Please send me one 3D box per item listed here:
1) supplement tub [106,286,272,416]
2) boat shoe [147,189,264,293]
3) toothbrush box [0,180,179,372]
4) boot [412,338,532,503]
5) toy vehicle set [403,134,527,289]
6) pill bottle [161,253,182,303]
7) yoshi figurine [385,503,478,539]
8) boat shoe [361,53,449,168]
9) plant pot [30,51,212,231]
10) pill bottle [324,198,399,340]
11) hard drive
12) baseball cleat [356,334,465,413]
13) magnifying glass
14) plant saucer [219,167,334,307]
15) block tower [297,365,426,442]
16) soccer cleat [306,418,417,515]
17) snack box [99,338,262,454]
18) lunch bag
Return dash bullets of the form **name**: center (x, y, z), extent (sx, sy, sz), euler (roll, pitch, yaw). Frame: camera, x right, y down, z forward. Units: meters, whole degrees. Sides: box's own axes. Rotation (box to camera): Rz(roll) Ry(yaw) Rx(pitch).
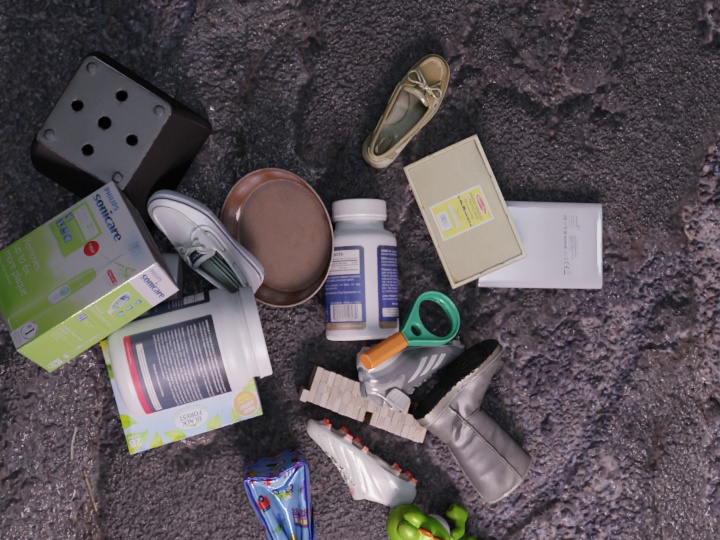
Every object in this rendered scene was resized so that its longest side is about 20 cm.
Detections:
- **supplement tub**: center (-0.228, 0.105, 1.215), extent (0.197, 0.140, 0.142), euler (-14, 89, -7)
- **boat shoe**: center (-0.218, -0.033, 1.263), extent (0.199, 0.067, 0.074), euler (37, 124, -16)
- **toothbrush box**: center (-0.357, 0.008, 1.150), extent (0.199, 0.086, 0.146), euler (-31, 63, -5)
- **boot**: center (0.193, 0.225, 1.334), extent (0.182, 0.073, 0.200), euler (-45, 106, 4)
- **toy vehicle set**: center (0.158, -0.089, 1.371), extent (0.123, 0.027, 0.202), euler (-22, 85, 5)
- **pill bottle**: center (-0.356, 0.018, 1.281), extent (0.197, 0.120, 0.121), euler (1, 87, -7)
- **yoshi figurine**: center (0.111, 0.400, 1.327), extent (0.111, 0.113, 0.200), euler (-28, 125, 28)
- **boat shoe**: center (0.072, -0.245, 1.370), extent (0.073, 0.063, 0.201), euler (39, 84, -4)
- **plant pot**: center (-0.343, -0.188, 1.263), extent (0.199, 0.177, 0.201), euler (32, 85, -5)
- **pill bottle**: center (0.000, 0.000, 1.327), extent (0.109, 0.111, 0.203), euler (-1, 88, -7)
- **hard drive**: center (0.278, -0.040, 1.404), extent (0.197, 0.025, 0.134), euler (1, 87, -7)
- **baseball cleat**: center (0.074, 0.152, 1.326), extent (0.198, 0.069, 0.108), euler (-2, 89, -34)
- **magnifying glass**: center (0.073, 0.089, 1.289), extent (0.199, 0.022, 0.080), euler (-28, 82, -40)
- **plant saucer**: center (-0.117, -0.049, 1.311), extent (0.198, 0.034, 0.203), euler (7, 103, 29)
- **block tower**: center (0.008, 0.198, 1.349), extent (0.198, 0.054, 0.059), euler (19, 85, -6)
- **soccer cleat**: center (-0.006, 0.295, 1.338), extent (0.199, 0.069, 0.078), euler (36, 87, -7)
- **snack box**: center (-0.257, 0.155, 1.312), extent (0.197, 0.068, 0.171), euler (-15, 88, -6)
- **lunch bag**: center (-0.099, 0.368, 1.279), extent (0.093, 0.151, 0.203), euler (-15, 89, -7)
